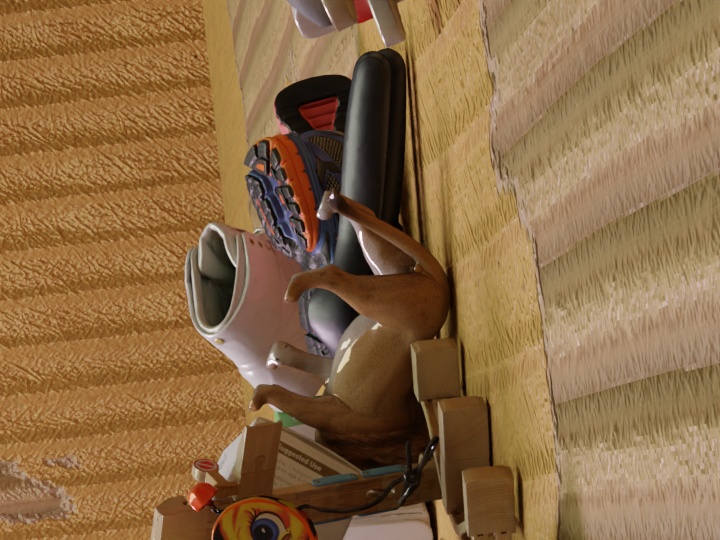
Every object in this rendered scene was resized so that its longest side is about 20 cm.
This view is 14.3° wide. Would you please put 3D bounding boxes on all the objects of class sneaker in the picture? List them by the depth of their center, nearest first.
[{"bbox_3d":[0.000,0.000,1.819,0.075,0.078,0.201,-6,106,63],"label":"sneaker"},{"bbox_3d":[-0.011,-0.049,1.944,0.201,0.073,0.087,-96,-9,-52],"label":"sneaker"},{"bbox_3d":[-0.060,-0.017,1.988,0.116,0.073,0.201,44,-138,-39],"label":"sneaker"}]

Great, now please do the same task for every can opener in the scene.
[{"bbox_3d":[0.008,-0.034,1.740,0.063,0.078,0.201,-14,-74,-80],"label":"can opener"}]

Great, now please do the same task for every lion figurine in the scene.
[{"bbox_3d":[0.011,0.046,1.663,0.073,0.122,0.201,-68,-3,-49],"label":"lion figurine"}]

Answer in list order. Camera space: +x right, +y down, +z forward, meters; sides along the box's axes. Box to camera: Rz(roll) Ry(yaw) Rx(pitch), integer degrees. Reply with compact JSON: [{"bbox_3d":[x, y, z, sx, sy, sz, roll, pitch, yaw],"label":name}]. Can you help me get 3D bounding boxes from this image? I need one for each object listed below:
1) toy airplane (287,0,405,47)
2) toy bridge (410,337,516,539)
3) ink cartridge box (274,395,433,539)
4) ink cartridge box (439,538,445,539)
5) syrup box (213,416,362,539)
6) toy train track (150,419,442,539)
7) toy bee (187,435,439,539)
[{"bbox_3d":[-0.034,-0.211,1.566,0.200,0.140,0.201,126,137,-81],"label":"toy airplane"},{"bbox_3d":[0.055,0.101,1.552,0.200,0.027,0.068,-111,15,-69],"label":"toy bridge"},{"bbox_3d":[-0.004,0.187,1.929,0.200,0.084,0.147,-110,15,-69],"label":"ink cartridge box"},{"bbox_3d":[0.052,0.235,1.390,0.200,0.050,0.163,54,-155,-65],"label":"ink cartridge box"},{"bbox_3d":[-0.075,0.193,1.656,0.201,0.081,0.079,-66,9,-24],"label":"syrup box"},{"bbox_3d":[-0.032,0.124,1.609,0.033,0.199,0.115,38,127,48],"label":"toy train track"},{"bbox_3d":[-0.053,0.164,1.533,0.201,0.108,0.131,-63,-3,-22],"label":"toy bee"}]
